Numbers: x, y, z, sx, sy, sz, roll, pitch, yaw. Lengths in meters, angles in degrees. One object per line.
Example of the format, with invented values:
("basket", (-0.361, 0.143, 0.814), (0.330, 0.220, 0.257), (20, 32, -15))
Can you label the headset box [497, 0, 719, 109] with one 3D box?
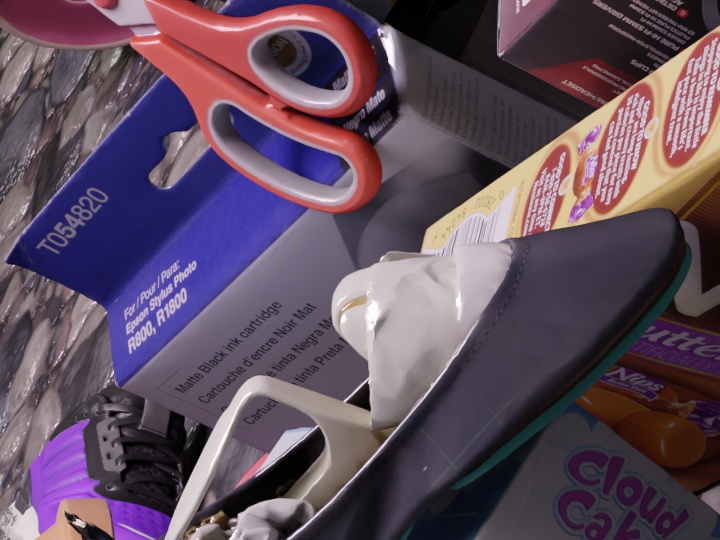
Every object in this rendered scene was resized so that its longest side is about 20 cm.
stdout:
("headset box", (0.146, -0.102, 0.844), (0.200, 0.148, 0.078), (-44, 30, 43))

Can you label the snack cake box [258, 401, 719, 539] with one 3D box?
("snack cake box", (0.041, 0.102, 0.883), (0.067, 0.115, 0.200), (-57, 18, -20))

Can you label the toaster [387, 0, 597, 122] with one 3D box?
("toaster", (0.072, -0.092, 1.031), (0.114, 0.129, 0.201), (-3, 61, 67))

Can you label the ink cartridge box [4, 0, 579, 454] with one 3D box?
("ink cartridge box", (0.000, 0.000, 0.996), (0.200, 0.199, 0.041), (-43, 29, 43))

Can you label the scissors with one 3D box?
("scissors", (-0.077, -0.081, 0.939), (0.014, 0.199, 0.073), (-44, -29, -47))

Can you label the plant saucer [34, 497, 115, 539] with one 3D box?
("plant saucer", (-0.107, 0.182, 1.004), (0.200, 0.032, 0.202), (-179, 90, -82))

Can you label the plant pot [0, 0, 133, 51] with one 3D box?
("plant pot", (-0.171, -0.243, 1.726), (0.200, 0.199, 0.180), (-40, 46, 45))

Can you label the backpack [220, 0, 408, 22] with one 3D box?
("backpack", (-0.021, -0.162, 0.990), (0.163, 0.153, 0.200), (-47, 42, 23))

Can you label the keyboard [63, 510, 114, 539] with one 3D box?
("keyboard", (-0.042, 0.136, 0.923), (0.021, 0.127, 0.200), (-44, -20, 1))

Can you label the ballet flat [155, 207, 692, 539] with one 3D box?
("ballet flat", (0.004, 0.043, 0.787), (0.200, 0.073, 0.073), (-46, 25, 15))

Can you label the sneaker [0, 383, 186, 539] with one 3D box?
("sneaker", (-0.114, 0.100, 1.329), (0.100, 0.069, 0.200), (-62, 21, -3))

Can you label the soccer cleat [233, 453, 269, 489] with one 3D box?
("soccer cleat", (-0.021, 0.134, 1.083), (0.077, 0.067, 0.200), (-48, 23, 27))

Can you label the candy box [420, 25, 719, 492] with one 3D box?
("candy box", (0.113, -0.004, 0.852), (0.200, 0.116, 0.057), (-37, 33, 51))
